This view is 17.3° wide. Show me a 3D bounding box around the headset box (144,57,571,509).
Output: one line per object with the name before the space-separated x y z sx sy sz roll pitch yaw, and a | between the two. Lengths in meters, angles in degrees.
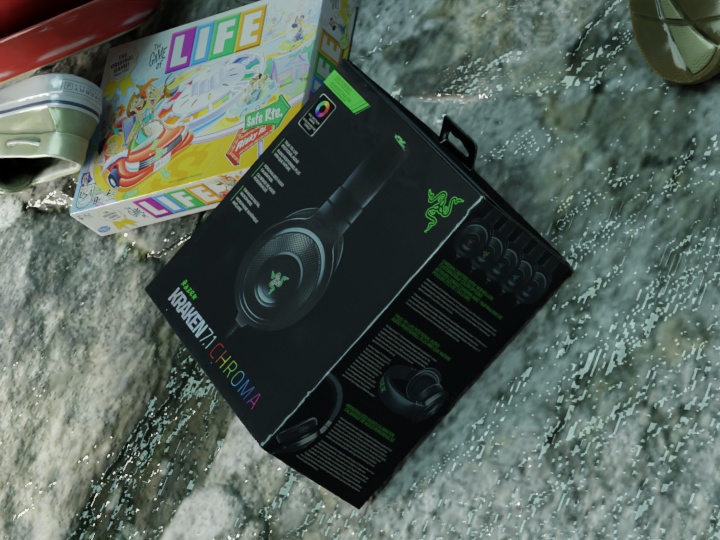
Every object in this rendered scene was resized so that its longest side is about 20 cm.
headset box | 0.000 0.000 1.361 0.200 0.093 0.174 -48 42 7

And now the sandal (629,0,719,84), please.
sandal | 0.186 -0.196 1.354 0.080 0.054 0.201 -23 65 38

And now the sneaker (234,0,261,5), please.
sneaker | -0.040 -0.231 1.542 0.200 0.099 0.070 -3 60 41

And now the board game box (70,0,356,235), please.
board game box | -0.099 -0.105 1.566 0.199 0.034 0.135 -13 55 37

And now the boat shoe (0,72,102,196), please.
boat shoe | -0.250 -0.085 1.647 0.200 0.072 0.062 -19 55 52

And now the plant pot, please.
plant pot | -0.242 -0.232 1.641 0.200 0.183 0.200 -22 10 4
